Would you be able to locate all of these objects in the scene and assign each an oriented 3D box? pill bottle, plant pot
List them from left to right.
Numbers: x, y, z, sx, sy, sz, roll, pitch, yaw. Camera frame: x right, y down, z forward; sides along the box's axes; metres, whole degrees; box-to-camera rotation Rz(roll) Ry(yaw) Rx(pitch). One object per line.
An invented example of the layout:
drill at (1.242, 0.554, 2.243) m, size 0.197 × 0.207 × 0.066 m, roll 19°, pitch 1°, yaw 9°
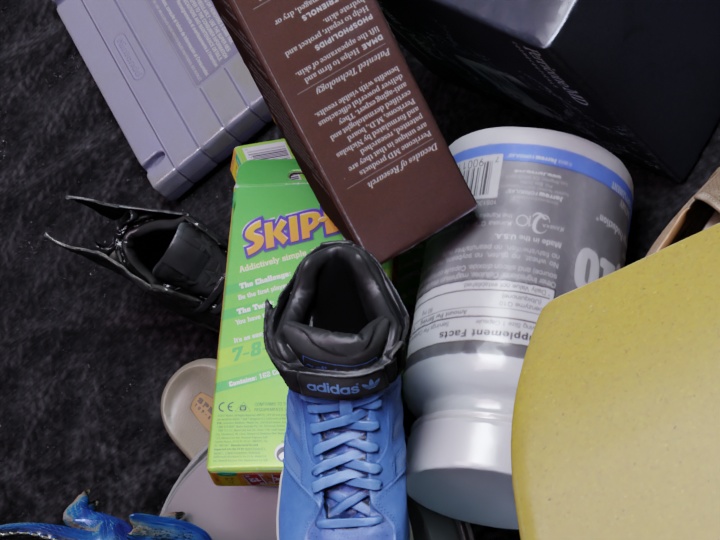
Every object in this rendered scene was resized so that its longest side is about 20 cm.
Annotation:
pill bottle at (0.085, 0.033, 1.304) m, size 0.113 × 0.114 × 0.201 m, roll -4°, pitch 63°, yaw 29°
plant pot at (0.185, 0.095, 1.173) m, size 0.194 × 0.195 × 0.201 m, roll -25°, pitch 61°, yaw 19°

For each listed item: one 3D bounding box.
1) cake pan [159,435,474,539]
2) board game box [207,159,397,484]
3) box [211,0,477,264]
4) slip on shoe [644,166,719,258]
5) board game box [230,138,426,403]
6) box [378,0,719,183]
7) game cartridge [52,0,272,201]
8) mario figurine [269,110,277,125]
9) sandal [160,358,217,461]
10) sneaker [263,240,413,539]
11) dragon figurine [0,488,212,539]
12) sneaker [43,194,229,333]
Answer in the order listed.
cake pan at (-0.033, 0.175, 1.332) m, size 0.200 × 0.037 × 0.201 m, roll -2°, pitch 84°, yaw 17°
board game box at (-0.029, 0.025, 1.332) m, size 0.095 × 0.030 × 0.201 m, roll -1°, pitch 62°, yaw 8°
box at (-0.020, -0.111, 1.259) m, size 0.075 × 0.200 × 0.100 m, roll -29°, pitch 25°, yaw -5°
slip on shoe at (0.209, -0.029, 1.297) m, size 0.200 × 0.061 × 0.076 m, roll -50°, pitch 54°, yaw 3°
board game box at (0.000, 0.000, 1.398) m, size 0.095 × 0.030 × 0.200 m, roll -11°, pitch 53°, yaw -20°
box at (0.096, -0.166, 1.338) m, size 0.200 × 0.197 × 0.118 m, roll 27°, pitch 85°, yaw 35°
game cartridge at (-0.119, -0.156, 1.563) m, size 0.129 × 0.038 × 0.200 m, roll -36°, pitch 56°, yaw 8°
mario figurine at (-0.006, -0.175, 1.455) m, size 0.123 × 0.106 × 0.200 m, roll -48°, pitch 24°, yaw 38°
sandal at (-0.057, 0.111, 1.398) m, size 0.200 × 0.054 × 0.080 m, roll 35°, pitch 89°, yaw 36°
sneaker at (-0.012, 0.081, 1.209) m, size 0.076 × 0.111 × 0.201 m, roll -1°, pitch 61°, yaw 8°
dragon figurine at (-0.115, 0.158, 1.268) m, size 0.099 × 0.200 × 0.059 m, roll 10°, pitch 84°, yaw 56°
sneaker at (-0.088, 0.008, 1.429) m, size 0.199 × 0.104 × 0.060 m, roll 20°, pitch 80°, yaw 35°
